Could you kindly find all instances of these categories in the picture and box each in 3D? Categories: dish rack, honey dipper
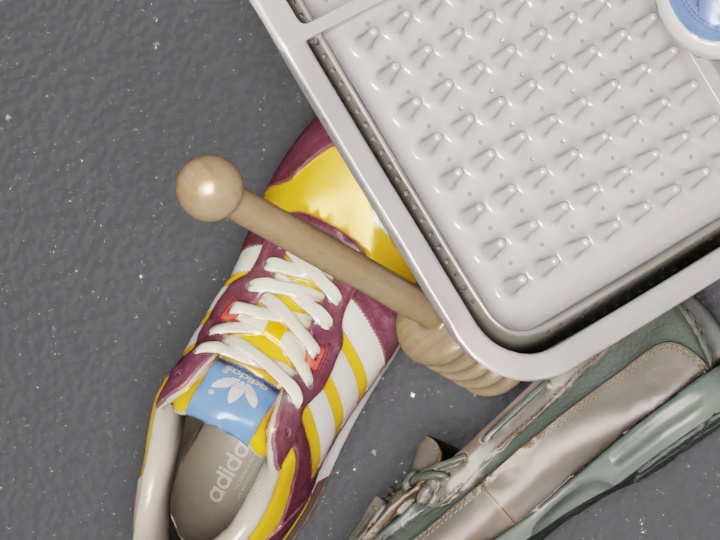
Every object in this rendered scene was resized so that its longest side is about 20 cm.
[{"bbox_3d":[0.058,-0.071,1.017,0.171,0.044,0.200,-30,86,-24],"label":"dish rack"},{"bbox_3d":[0.000,0.000,0.993,0.038,0.200,0.038,-12,65,29],"label":"honey dipper"}]

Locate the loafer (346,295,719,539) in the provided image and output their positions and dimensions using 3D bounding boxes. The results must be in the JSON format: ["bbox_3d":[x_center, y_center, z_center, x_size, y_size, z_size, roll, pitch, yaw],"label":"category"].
[{"bbox_3d":[0.053,0.075,1.053,0.200,0.072,0.063,-33,79,6],"label":"loafer"}]

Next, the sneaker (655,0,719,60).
[{"bbox_3d":[0.166,-0.164,0.987,0.076,0.077,0.200,33,95,8],"label":"sneaker"}]

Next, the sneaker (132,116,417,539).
[{"bbox_3d":[-0.028,0.030,1.055,0.075,0.090,0.200,22,100,12],"label":"sneaker"}]
